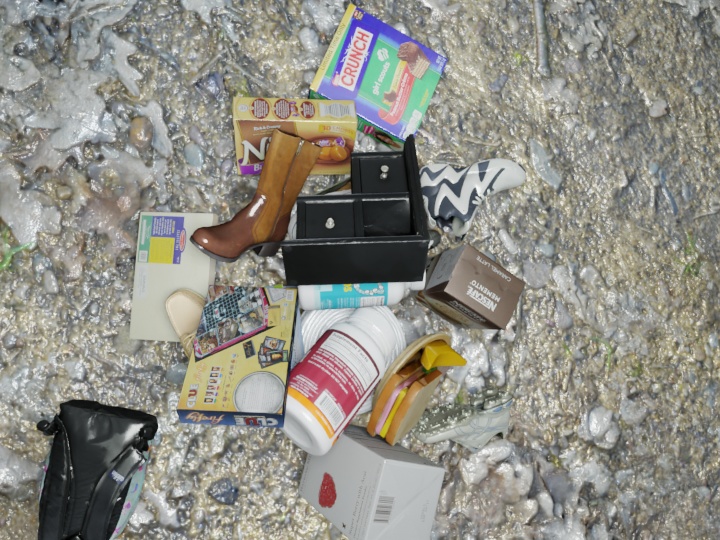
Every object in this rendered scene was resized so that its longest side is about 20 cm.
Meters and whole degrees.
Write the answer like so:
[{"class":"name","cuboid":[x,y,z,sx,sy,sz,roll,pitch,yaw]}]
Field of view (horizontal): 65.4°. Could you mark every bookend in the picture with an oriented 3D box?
[{"class":"bookend","cuboid":[-0.010,-0.089,0.804,0.192,0.093,0.205,-1,55,-2]}]

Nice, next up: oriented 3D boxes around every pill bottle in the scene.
[{"class":"pill bottle","cuboid":[-0.034,0.154,0.815,0.113,0.113,0.200,46,57,-4]},{"class":"pill bottle","cuboid":[0.000,0.000,0.868,0.193,0.111,0.115,-4,86,-4]}]

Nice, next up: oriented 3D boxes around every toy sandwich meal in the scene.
[{"class":"toy sandwich meal","cuboid":[0.092,0.188,0.886,0.205,0.206,0.070,-46,59,-11]}]

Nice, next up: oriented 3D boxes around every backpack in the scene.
[{"class":"backpack","cuboid":[-0.385,0.306,0.824,0.161,0.127,0.207,11,84,3]}]

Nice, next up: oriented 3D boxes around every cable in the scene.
[{"class":"cable","cuboid":[-0.020,0.134,0.930,0.195,0.069,0.205,-23,89,-11]}]

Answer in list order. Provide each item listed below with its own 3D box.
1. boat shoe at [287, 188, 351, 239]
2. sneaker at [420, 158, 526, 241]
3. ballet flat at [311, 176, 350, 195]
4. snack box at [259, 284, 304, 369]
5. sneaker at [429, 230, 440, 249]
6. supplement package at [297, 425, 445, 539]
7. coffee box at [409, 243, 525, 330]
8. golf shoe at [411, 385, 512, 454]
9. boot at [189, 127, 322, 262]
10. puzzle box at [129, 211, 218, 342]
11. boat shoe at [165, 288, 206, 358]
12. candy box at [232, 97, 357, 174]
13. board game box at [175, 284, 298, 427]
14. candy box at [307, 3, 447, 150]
[{"class":"boat shoe","cuboid":[-0.022,-0.089,0.897,0.196,0.066,0.075,-27,124,-6]},{"class":"sneaker","cuboid":[0.198,-0.117,0.974,0.192,0.080,0.134,-2,75,-9]},{"class":"ballet flat","cuboid":[-0.014,-0.129,0.955,0.196,0.064,0.069,-29,85,-11]},{"class":"snack box","cuboid":[-0.158,0.132,0.883,0.138,0.053,0.207,-8,86,22]},{"class":"sneaker","cuboid":[0.043,-0.057,0.958,0.194,0.066,0.093,-14,90,-9]},{"class":"supplement package","cuboid":[0.010,0.317,0.840,0.117,0.198,0.125,19,82,-32]},{"class":"coffee box","cuboid":[0.164,0.032,0.904,0.113,0.200,0.081,31,81,-5]},{"class":"golf shoe","cuboid":[0.177,0.269,0.940,0.194,0.078,0.101,-11,101,-23]},{"class":"boot","cuboid":[-0.152,-0.113,0.843,0.068,0.186,0.203,42,115,32]},{"class":"puzzle box","cuboid":[-0.296,0.010,0.893,0.129,0.025,0.207,3,85,11]},{"class":"boat shoe","cuboid":[-0.223,0.109,0.827,0.073,0.069,0.201,-39,86,-3]},{"class":"candy box","cuboid":[-0.108,-0.217,0.916,0.193,0.118,0.058,-2,55,-11]},{"class":"board game box","cuboid":[-0.158,0.109,0.758,0.131,0.035,0.204,3,47,-1]},{"class":"candy box","cuboid":[0.028,-0.330,0.974,0.196,0.077,0.173,26,82,-6]}]
